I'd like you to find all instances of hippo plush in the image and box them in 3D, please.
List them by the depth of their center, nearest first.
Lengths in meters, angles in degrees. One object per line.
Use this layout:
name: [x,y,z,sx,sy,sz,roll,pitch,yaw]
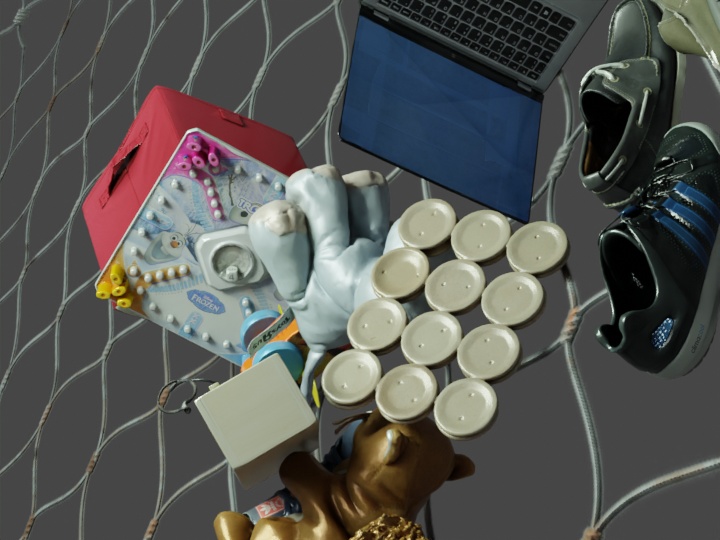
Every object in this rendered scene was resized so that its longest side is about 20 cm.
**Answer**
hippo plush: [0.000,0.000,1.579,0.161,0.159,0.200,6,57,54]

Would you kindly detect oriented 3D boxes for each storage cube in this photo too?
storage cube: [-0.154,-0.051,1.900,0.171,0.200,0.180,-56,33,22]

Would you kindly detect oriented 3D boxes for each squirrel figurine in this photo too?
squirrel figurine: [0.010,0.207,1.449,0.187,0.142,0.200,-47,37,16]

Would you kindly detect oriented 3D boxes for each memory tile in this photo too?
memory tile: [0.066,0.035,1.454,0.153,0.017,0.200,12,61,28]

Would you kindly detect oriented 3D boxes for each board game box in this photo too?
board game box: [-0.122,-0.008,1.783,0.200,0.200,0.026,-56,15,23]

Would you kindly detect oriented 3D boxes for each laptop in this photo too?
laptop: [0.100,-0.175,1.495,0.200,0.187,0.116,-56,27,22]

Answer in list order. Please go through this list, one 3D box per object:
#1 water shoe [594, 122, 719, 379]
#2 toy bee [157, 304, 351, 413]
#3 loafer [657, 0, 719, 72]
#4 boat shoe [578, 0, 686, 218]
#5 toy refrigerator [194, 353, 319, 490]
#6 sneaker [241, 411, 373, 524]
water shoe: [0.207,-0.026,1.281,0.071,0.079,0.200,-34,40,50]
toy bee: [-0.074,0.088,1.748,0.200,0.109,0.131,-21,43,23]
loafer: [0.258,-0.177,1.334,0.200,0.075,0.070,-98,27,-56]
boat shoe: [0.200,-0.133,1.405,0.072,0.068,0.200,-39,35,49]
toy refrigerator: [-0.082,0.122,1.509,0.076,0.070,0.200,-30,-9,-6]
sneaker: [-0.048,0.202,1.594,0.200,0.084,0.075,-62,25,10]
